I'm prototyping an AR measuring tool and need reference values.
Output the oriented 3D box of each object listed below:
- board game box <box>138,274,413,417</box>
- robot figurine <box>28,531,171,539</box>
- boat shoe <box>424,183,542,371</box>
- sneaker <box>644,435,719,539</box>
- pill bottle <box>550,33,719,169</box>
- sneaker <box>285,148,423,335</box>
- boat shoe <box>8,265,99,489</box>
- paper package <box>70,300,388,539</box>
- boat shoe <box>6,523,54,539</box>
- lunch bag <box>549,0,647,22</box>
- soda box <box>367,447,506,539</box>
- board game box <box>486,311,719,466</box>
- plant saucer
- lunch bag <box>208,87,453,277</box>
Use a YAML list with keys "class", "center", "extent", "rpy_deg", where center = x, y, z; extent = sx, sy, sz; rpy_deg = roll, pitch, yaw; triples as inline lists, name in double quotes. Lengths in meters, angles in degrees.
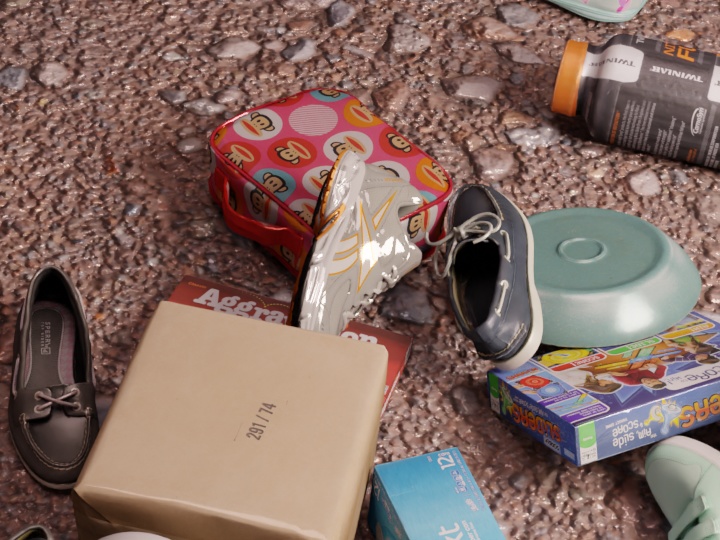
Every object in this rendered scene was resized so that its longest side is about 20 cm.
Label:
- class: "board game box"
  center: [-0.066, 0.061, 1.352]
  extent: [0.200, 0.019, 0.103]
  rpy_deg: [15, 34, 9]
- class: "robot figurine"
  center: [-0.166, 0.255, 1.052]
  extent: [0.125, 0.150, 0.200]
  rpy_deg: [9, 39, 28]
- class: "boat shoe"
  center: [0.097, -0.006, 1.369]
  extent: [0.062, 0.075, 0.200]
  rpy_deg: [37, 34, -35]
- class: "sneaker"
  center: [0.234, 0.202, 1.197]
  extent: [0.118, 0.074, 0.200]
  rpy_deg: [-10, 46, -27]
- class: "pill bottle"
  center: [0.284, -0.163, 1.597]
  extent: [0.200, 0.106, 0.106]
  rpy_deg: [14, 42, 8]
- class: "sneaker"
  center: [0.000, 0.000, 1.331]
  extent: [0.092, 0.076, 0.200]
  rpy_deg: [18, 65, -6]
- class: "boat shoe"
  center: [-0.237, 0.077, 1.289]
  extent: [0.067, 0.057, 0.200]
  rpy_deg: [-3, 42, -12]
- class: "paper package"
  center: [-0.088, 0.136, 1.210]
  extent: [0.190, 0.104, 0.200]
  rpy_deg: [12, 42, 6]
- class: "boat shoe"
  center: [-0.254, 0.245, 1.090]
  extent: [0.072, 0.066, 0.201]
  rpy_deg: [18, 42, 11]
- class: "lunch bag"
  center: [0.226, -0.346, 1.818]
  extent: [0.200, 0.077, 0.160]
  rpy_deg: [21, 45, 16]
- class: "soda box"
  center: [0.071, 0.220, 1.165]
  extent: [0.068, 0.064, 0.200]
  rpy_deg: [-10, 44, -18]
- class: "board game box"
  center: [0.218, 0.088, 1.316]
  extent: [0.200, 0.035, 0.135]
  rpy_deg: [-14, 20, -21]
- class: "plant saucer"
  center: [0.187, -0.004, 1.423]
  extent: [0.200, 0.036, 0.200]
  rpy_deg: [-3, 31, 2]
- class: "lunch bag"
  center: [-0.038, -0.069, 1.463]
  extent: [0.176, 0.082, 0.200]
  rpy_deg: [-26, 52, -31]
